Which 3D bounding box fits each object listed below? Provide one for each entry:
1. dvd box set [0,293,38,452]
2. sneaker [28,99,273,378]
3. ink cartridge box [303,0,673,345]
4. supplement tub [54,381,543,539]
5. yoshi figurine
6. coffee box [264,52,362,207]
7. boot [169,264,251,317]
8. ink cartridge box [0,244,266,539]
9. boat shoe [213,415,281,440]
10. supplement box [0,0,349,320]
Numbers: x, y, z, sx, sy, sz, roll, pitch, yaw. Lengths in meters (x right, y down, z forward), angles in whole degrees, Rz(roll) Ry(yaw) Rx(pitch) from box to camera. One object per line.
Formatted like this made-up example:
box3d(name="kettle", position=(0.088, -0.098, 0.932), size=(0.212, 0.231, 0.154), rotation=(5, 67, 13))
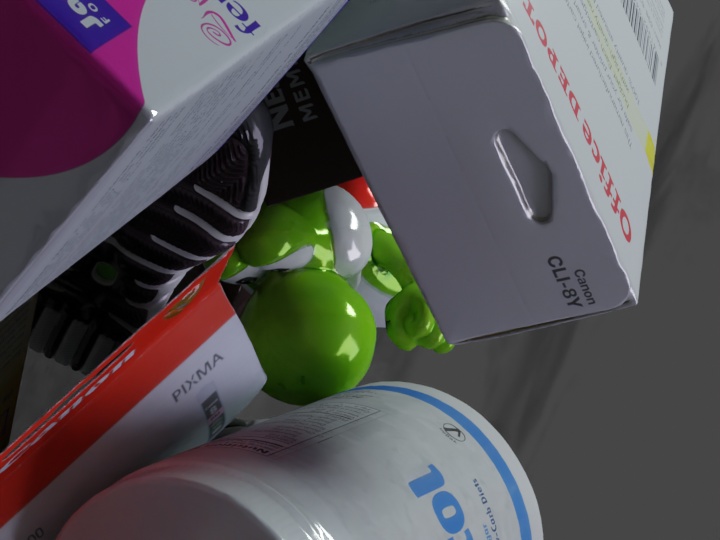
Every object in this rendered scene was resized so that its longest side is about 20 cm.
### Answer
box3d(name="dvd box set", position=(-0.157, 0.015, 0.931), size=(0.146, 0.029, 0.201), rotation=(-50, 159, -55))
box3d(name="sneaker", position=(-0.079, -0.049, 1.036), size=(0.200, 0.075, 0.116), rotation=(-48, -164, 51))
box3d(name="ink cartridge box", position=(0.056, -0.092, 1.013), size=(0.201, 0.083, 0.146), rotation=(-76, 145, -51))
box3d(name="supplement tub", position=(-0.022, 0.123, 1.008), size=(0.200, 0.131, 0.133), rotation=(-18, 132, -62))
box3d(name="yoshi figurine", position=(-0.003, 0.015, 1.156), size=(0.113, 0.112, 0.200), rotation=(-55, 154, 18))
box3d(name="coffee box", position=(0.002, -0.116, 1.125), size=(0.115, 0.079, 0.200), rotation=(69, 21, -10))
box3d(name="boot", position=(-0.070, 0.018, 1.215), size=(0.200, 0.072, 0.167), rotation=(89, 25, -71))
box3d(name="ink cartridge box", position=(-0.102, 0.077, 0.975), size=(0.162, 0.057, 0.200), rotation=(-43, -178, -15))
box3d(name="boat shoe", position=(-0.049, 0.096, 1.248), size=(0.074, 0.066, 0.200), rotation=(-62, -177, 3))
box3d(name="supplement box", position=(-0.089, -0.076, 0.816), size=(0.103, 0.101, 0.200), rotation=(-46, 180, 29))
